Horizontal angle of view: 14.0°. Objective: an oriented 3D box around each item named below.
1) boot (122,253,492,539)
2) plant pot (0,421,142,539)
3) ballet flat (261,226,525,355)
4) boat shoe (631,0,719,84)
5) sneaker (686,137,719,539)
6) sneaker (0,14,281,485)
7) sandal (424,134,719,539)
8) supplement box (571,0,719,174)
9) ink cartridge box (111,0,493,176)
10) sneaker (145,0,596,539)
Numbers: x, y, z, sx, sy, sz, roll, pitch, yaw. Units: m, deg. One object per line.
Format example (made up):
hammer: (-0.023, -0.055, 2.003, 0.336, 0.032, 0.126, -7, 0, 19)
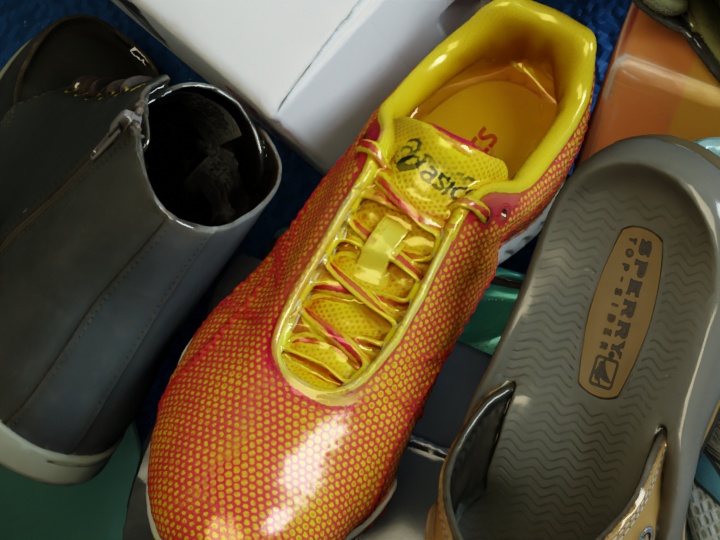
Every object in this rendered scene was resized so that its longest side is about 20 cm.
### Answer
boot: (0.026, 0.098, 0.815, 0.200, 0.066, 0.165, 23, 56, 4)
plant pot: (-0.185, 0.054, 0.876, 0.161, 0.200, 0.201, -28, 73, 18)
ballet flat: (0.058, 0.033, 0.889, 0.199, 0.067, 0.071, 8, 78, 13)
boat shoe: (0.102, -0.096, 0.807, 0.066, 0.072, 0.201, -24, 65, -32)
sneaker: (0.115, 0.052, 0.769, 0.077, 0.086, 0.200, -15, 57, -21)
sneaker: (-0.064, -0.034, 0.874, 0.075, 0.200, 0.106, 27, 122, -21)
sandal: (0.053, 0.063, 0.742, 0.082, 0.055, 0.201, 18, 96, 28)
supplement box: (0.166, -0.024, 0.854, 0.199, 0.067, 0.069, 21, 45, 5)
ink cartridge box: (-0.055, -0.119, 0.906, 0.200, 0.148, 0.086, 42, 91, 18)
sneaker: (0.000, 0.000, 0.798, 0.073, 0.077, 0.200, 25, 58, 9)
